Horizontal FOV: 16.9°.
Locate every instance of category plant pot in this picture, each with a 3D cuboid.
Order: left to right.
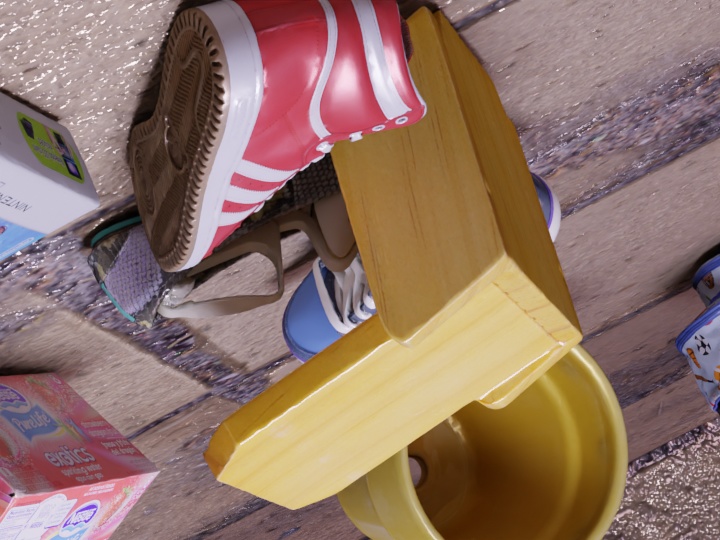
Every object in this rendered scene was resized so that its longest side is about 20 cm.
[{"bbox_3d":[0.075,0.146,1.873,0.200,0.201,0.189,-19,179,-28],"label":"plant pot"}]

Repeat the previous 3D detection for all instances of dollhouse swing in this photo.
[{"bbox_3d":[0.000,0.000,1.209,0.175,0.182,0.200,-20,164,11],"label":"dollhouse swing"}]

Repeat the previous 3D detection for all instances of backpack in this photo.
[{"bbox_3d":[0.363,0.040,2.072,0.190,0.154,0.200,-34,161,-6],"label":"backpack"}]

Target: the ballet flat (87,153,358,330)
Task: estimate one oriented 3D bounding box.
[{"bbox_3d":[-0.041,-0.022,1.263,0.200,0.072,0.072,-24,166,-12],"label":"ballet flat"}]

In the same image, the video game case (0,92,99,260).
[{"bbox_3d":[-0.229,-0.012,0.997,0.200,0.046,0.181,-29,165,9],"label":"video game case"}]

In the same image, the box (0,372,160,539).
[{"bbox_3d":[-0.208,0.125,1.349,0.103,0.095,0.200,-52,166,11],"label":"box"}]

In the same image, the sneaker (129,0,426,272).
[{"bbox_3d":[-0.038,-0.066,1.099,0.112,0.071,0.200,-17,162,-22],"label":"sneaker"}]

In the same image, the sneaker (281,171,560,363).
[{"bbox_3d":[0.007,-0.012,1.391,0.200,0.081,0.146,-29,158,23],"label":"sneaker"}]
